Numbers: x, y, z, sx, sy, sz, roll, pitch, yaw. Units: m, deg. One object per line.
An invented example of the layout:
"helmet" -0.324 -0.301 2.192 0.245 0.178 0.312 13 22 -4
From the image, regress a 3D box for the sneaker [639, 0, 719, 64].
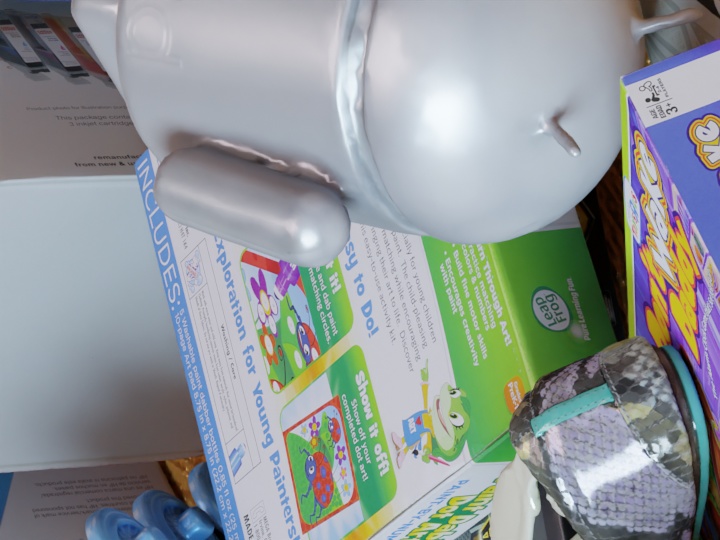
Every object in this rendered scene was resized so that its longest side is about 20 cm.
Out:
"sneaker" 0.135 -0.056 0.912 0.081 0.075 0.200 103 149 -46

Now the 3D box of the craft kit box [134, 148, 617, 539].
"craft kit box" 0.000 0.000 1.055 0.198 0.048 0.200 -44 54 50

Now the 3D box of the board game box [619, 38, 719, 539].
"board game box" 0.122 0.041 0.860 0.200 0.045 0.135 78 170 -61

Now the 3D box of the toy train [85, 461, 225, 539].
"toy train" -0.064 0.144 1.127 0.087 0.200 0.114 -44 82 16

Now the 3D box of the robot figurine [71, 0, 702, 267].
"robot figurine" 0.004 -0.070 0.927 0.200 0.113 0.170 12 59 38

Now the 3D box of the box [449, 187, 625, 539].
"box" 0.037 0.066 1.081 0.159 0.046 0.200 -26 70 54

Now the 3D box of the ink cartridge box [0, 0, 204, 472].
"ink cartridge box" -0.149 -0.032 1.273 0.200 0.145 0.145 50 132 45

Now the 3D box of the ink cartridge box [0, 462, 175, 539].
"ink cartridge box" -0.133 0.200 1.264 0.200 0.147 0.146 58 137 38

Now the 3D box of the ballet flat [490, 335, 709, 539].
"ballet flat" 0.076 0.093 0.924 0.072 0.072 0.200 58 169 37
